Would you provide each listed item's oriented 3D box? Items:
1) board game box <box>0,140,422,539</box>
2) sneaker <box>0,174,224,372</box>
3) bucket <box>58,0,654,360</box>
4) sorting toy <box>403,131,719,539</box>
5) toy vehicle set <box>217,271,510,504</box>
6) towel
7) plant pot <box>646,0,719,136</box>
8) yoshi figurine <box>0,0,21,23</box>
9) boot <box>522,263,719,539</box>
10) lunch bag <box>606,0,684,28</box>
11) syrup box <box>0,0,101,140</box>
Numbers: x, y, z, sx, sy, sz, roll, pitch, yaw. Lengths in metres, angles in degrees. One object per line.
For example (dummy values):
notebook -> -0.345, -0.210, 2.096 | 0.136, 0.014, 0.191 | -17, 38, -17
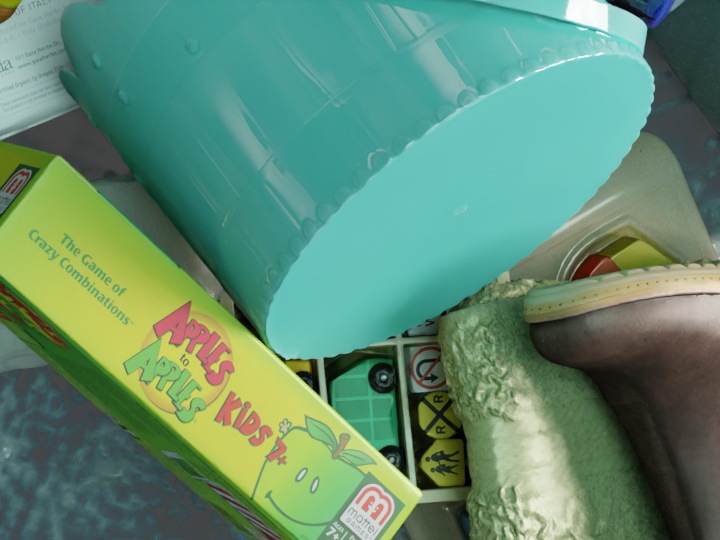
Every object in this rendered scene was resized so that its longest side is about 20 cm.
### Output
board game box -> -0.076, 0.033, 1.009 | 0.200, 0.101, 0.048 | 44, 76, -26
sneaker -> -0.149, 0.010, 1.076 | 0.199, 0.088, 0.076 | -22, 106, -23
bucket -> 0.004, -0.073, 1.007 | 0.206, 0.208, 0.135 | -30, 70, -15
sorting toy -> 0.097, 0.064, 1.183 | 0.184, 0.036, 0.201 | -28, 99, -16
toy vehicle set -> 0.000, 0.000, 1.127 | 0.123, 0.027, 0.202 | -5, 83, -8
towel -> 0.115, 0.072, 1.128 | 0.199, 0.036, 0.150 | -7, 88, -41
plant pot -> 0.263, -0.099, 1.159 | 0.196, 0.196, 0.201 | -37, 113, -14
yoshi figurine -> -0.228, -0.083, 0.999 | 0.199, 0.112, 0.113 | -19, 104, 27
boot -> 0.143, 0.087, 1.076 | 0.199, 0.072, 0.168 | 9, 76, -45
lunch bag -> 0.137, -0.219, 1.049 | 0.170, 0.123, 0.201 | -41, 130, -24
syrup box -> -0.163, -0.154, 1.070 | 0.081, 0.079, 0.201 | -23, 98, -16
